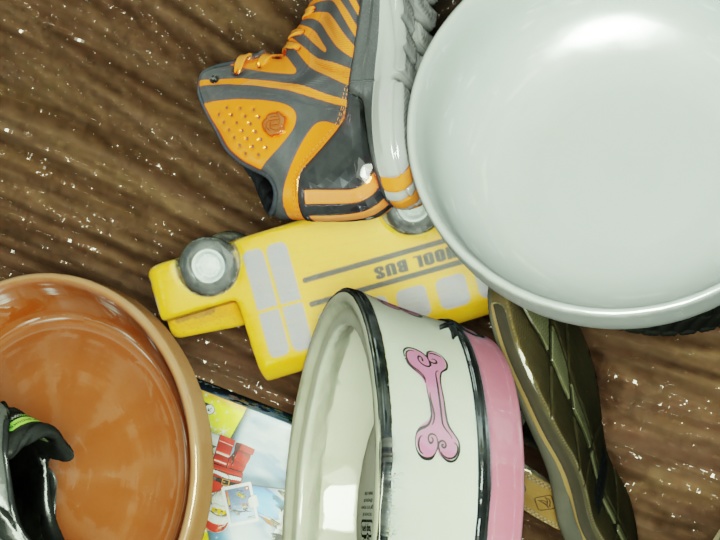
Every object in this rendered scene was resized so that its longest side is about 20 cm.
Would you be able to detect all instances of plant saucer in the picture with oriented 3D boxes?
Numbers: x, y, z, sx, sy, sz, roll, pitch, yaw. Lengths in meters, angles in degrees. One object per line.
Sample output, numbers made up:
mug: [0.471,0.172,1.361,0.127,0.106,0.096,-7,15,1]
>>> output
plant saucer: [-0.158,0.102,1.277,0.200,0.032,0.201,-5,80,29]

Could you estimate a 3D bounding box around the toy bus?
toy bus: [0.000,0.000,1.264,0.199,0.065,0.079,-17,91,8]

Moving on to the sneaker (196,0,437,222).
sneaker: [-0.024,-0.116,1.237,0.112,0.078,0.201,-8,60,18]

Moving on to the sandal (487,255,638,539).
sandal: [0.090,0.088,1.228,0.054,0.082,0.201,-10,122,19]

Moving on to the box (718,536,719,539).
box: [0.277,0.111,1.169,0.199,0.046,0.159,11,66,33]

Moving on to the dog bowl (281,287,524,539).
dog bowl: [0.019,0.111,1.169,0.073,0.200,0.201,5,93,-14]

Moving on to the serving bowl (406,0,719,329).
serving bowl: [0.123,-0.058,1.179,0.199,0.066,0.201,-4,64,9]

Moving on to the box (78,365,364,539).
box: [-0.041,0.145,1.288,0.199,0.038,0.137,21,95,7]

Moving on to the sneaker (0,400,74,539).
sneaker: [-0.186,0.084,1.243,0.083,0.071,0.200,-34,73,16]

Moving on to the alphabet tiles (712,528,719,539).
alphabet tiles: [0.261,0.123,1.205,0.167,0.008,0.200,25,74,37]

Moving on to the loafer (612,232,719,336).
loafer: [0.194,-0.016,1.233,0.199,0.073,0.072,-7,74,-8]
